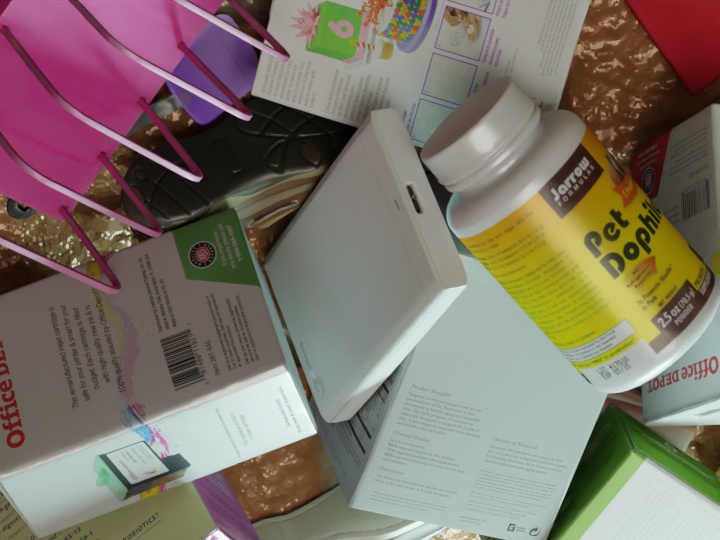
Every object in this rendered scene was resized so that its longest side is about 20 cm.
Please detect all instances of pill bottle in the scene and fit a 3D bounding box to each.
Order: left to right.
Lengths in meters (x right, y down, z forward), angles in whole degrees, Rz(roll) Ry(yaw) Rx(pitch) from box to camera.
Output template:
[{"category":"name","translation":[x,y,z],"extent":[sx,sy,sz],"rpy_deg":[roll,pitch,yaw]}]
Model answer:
[{"category":"pill bottle","translation":[0.131,-0.025,1.576],"extent":[0.109,0.109,0.200],"rpy_deg":[-41,103,7]}]

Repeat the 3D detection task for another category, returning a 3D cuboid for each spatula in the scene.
[{"category":"spatula","translation":[-0.156,-0.095,1.668],"extent":[0.200,0.021,0.057],"rpy_deg":[-35,113,4]}]

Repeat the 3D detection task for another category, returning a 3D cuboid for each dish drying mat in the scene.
[{"category":"dish drying mat","translation":[0.211,-0.215,1.711],"extent":[0.077,0.018,0.200],"rpy_deg":[-37,119,5]}]

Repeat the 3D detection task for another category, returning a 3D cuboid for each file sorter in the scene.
[{"category":"file sorter","translation":[-0.161,-0.106,1.559],"extent":[0.139,0.125,0.200],"rpy_deg":[26,105,-44]}]

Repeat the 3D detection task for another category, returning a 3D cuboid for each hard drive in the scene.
[{"category":"hard drive","translation":[0.000,0.000,1.639],"extent":[0.026,0.132,0.200],"rpy_deg":[-10,157,-29]}]

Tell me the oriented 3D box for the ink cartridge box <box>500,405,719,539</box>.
[{"category":"ink cartridge box","translation":[0.219,0.216,1.774],"extent":[0.200,0.076,0.148],"rpy_deg":[33,106,-18]}]

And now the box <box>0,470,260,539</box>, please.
[{"category":"box","translation":[-0.183,0.173,1.678],"extent":[0.176,0.200,0.097],"rpy_deg":[-38,143,5]}]

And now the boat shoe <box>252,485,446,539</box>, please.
[{"category":"boat shoe","translation":[-0.013,0.203,1.822],"extent":[0.200,0.072,0.060],"rpy_deg":[-22,124,1]}]

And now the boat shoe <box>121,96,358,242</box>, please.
[{"category":"boat shoe","translation":[-0.070,-0.068,1.684],"extent":[0.200,0.076,0.074],"rpy_deg":[-20,151,-15]}]

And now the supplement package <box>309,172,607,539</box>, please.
[{"category":"supplement package","translation":[0.077,0.059,1.730],"extent":[0.152,0.151,0.200],"rpy_deg":[14,111,-20]}]

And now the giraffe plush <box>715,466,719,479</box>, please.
[{"category":"giraffe plush","translation":[0.375,0.149,1.860],"extent":[0.200,0.173,0.162],"rpy_deg":[23,94,-24]}]

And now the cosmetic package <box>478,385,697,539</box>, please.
[{"category":"cosmetic package","translation":[0.173,0.133,1.826],"extent":[0.103,0.087,0.200],"rpy_deg":[16,110,-18]}]

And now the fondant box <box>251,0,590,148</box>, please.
[{"category":"fondant box","translation":[0.042,-0.159,1.622],"extent":[0.200,0.058,0.145],"rpy_deg":[17,118,2]}]

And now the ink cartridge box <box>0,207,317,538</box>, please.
[{"category":"ink cartridge box","translation":[-0.147,0.066,1.607],"extent":[0.200,0.145,0.084],"rpy_deg":[-21,141,0]}]

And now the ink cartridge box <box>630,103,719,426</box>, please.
[{"category":"ink cartridge box","translation":[0.254,0.001,1.704],"extent":[0.083,0.145,0.200],"rpy_deg":[3,78,-18]}]
